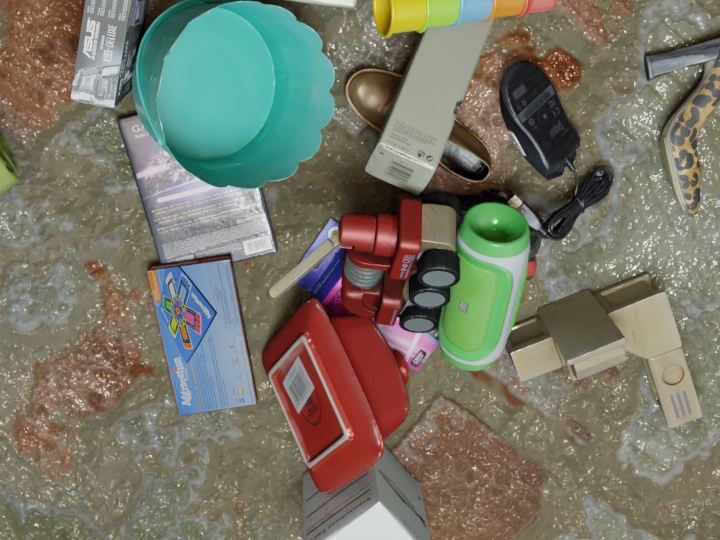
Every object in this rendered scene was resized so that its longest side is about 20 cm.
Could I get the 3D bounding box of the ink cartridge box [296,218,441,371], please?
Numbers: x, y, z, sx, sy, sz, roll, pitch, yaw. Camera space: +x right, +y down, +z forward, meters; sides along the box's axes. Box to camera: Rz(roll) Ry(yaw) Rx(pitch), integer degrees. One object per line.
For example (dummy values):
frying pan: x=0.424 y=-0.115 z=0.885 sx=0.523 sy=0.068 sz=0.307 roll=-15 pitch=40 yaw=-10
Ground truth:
ink cartridge box: x=0.018 y=0.031 z=1.332 sx=0.199 sy=0.037 sz=0.095 roll=35 pitch=102 yaw=-11

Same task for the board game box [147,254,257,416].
board game box: x=-0.192 y=0.082 z=1.332 sx=0.102 sy=0.019 sz=0.202 roll=-8 pitch=113 yaw=-2

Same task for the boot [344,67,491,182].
boot: x=0.071 y=-0.168 z=1.251 sx=0.199 sy=0.076 sz=0.074 roll=31 pitch=105 yaw=-11

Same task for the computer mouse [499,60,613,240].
computer mouse: x=0.200 y=-0.133 z=1.264 sx=0.141 sy=0.046 sz=0.200 roll=-47 pitch=110 yaw=-21

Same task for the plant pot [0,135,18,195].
plant pot: x=-0.488 y=-0.110 z=1.191 sx=0.183 sy=0.200 sz=0.202 roll=-32 pitch=107 yaw=-6

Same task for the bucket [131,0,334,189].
bucket: x=-0.144 y=-0.195 z=1.166 sx=0.205 sy=0.134 sz=0.210 roll=-9 pitch=108 yaw=-28

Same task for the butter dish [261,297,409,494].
butter dish: x=-0.007 y=0.137 z=1.294 sx=0.147 sy=0.200 sz=0.201 roll=-17 pitch=73 yaw=-31

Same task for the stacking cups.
stacking cups: x=0.114 y=-0.281 z=1.137 sx=0.198 sy=0.060 sz=0.061 roll=-8 pitch=109 yaw=-17

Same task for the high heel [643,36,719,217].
high heel: x=0.421 y=-0.172 z=1.268 sx=0.141 sy=0.071 sz=0.202 roll=-12 pitch=99 yaw=7

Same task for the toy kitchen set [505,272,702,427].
toy kitchen set: x=0.300 y=0.137 z=1.312 sx=0.198 sy=0.163 sz=0.182 roll=-21 pitch=108 yaw=4

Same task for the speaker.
speaker: x=0.140 y=0.022 z=1.245 sx=0.087 sy=0.089 sz=0.201 roll=3 pitch=133 yaw=-4

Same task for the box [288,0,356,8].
box: x=-0.101 y=-0.334 z=1.186 sx=0.197 sy=0.082 sz=0.069 roll=5 pitch=106 yaw=-6

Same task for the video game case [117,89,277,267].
video game case: x=-0.191 y=-0.100 z=1.285 sx=0.141 sy=0.019 sz=0.202 roll=-14 pitch=107 yaw=1

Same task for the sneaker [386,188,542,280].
sneaker: x=0.132 y=-0.062 z=1.289 sx=0.199 sy=0.071 sz=0.099 roll=21 pitch=105 yaw=-12

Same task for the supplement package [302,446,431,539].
supplement package: x=0.006 y=0.304 z=1.328 sx=0.117 sy=0.200 sz=0.117 roll=-37 pitch=106 yaw=8

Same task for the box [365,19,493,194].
box: x=0.076 y=-0.192 z=1.181 sx=0.068 sy=0.082 sz=0.202 roll=24 pitch=71 yaw=-4

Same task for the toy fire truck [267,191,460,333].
toy fire truck: x=0.000 y=0.000 z=1.183 sx=0.197 sy=0.130 sz=0.176 roll=7 pitch=152 yaw=-6

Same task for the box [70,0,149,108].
box: x=-0.257 y=-0.285 z=1.151 sx=0.049 sy=0.158 sz=0.202 roll=12 pitch=107 yaw=-7
